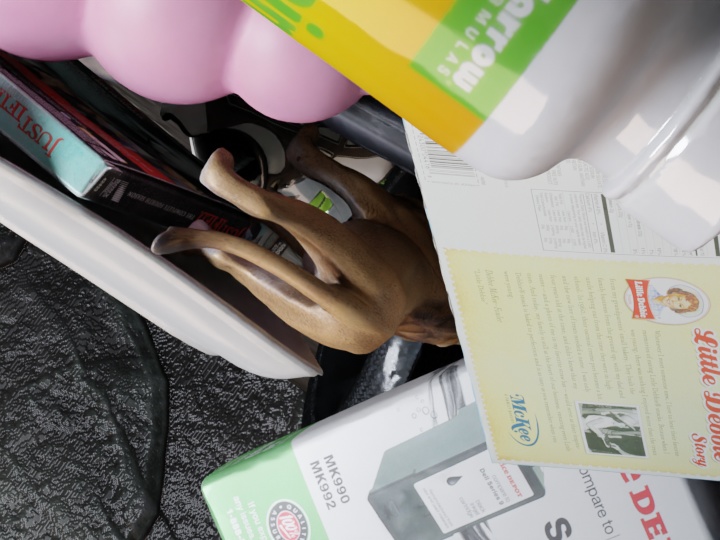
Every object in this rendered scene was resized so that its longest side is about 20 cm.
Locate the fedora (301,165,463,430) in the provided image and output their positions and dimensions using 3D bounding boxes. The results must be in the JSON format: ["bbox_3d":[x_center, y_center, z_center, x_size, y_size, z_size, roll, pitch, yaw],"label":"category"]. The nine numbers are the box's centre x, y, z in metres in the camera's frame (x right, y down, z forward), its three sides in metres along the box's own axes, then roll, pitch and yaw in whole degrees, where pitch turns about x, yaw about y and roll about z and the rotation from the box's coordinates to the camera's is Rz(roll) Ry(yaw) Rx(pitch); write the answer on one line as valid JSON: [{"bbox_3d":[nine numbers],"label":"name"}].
[{"bbox_3d":[0.041,0.028,1.178,0.091,0.202,0.201,21,174,-9],"label":"fedora"}]

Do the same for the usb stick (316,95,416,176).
[{"bbox_3d":[0.031,-0.050,0.965,0.199,0.033,0.055,32,-179,33],"label":"usb stick"}]

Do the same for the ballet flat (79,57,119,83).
[{"bbox_3d":[-0.166,-0.163,1.267,0.199,0.073,0.073,36,173,15],"label":"ballet flat"}]

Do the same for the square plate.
[{"bbox_3d":[-0.118,-0.030,1.014,0.199,0.029,0.198,35,-174,-21],"label":"square plate"}]

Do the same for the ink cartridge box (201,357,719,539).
[{"bbox_3d":[0.055,0.111,1.031,0.147,0.199,0.084,66,-163,3],"label":"ink cartridge box"}]

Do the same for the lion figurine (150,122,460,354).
[{"bbox_3d":[0.000,0.000,0.976,0.122,0.073,0.200,38,-155,9],"label":"lion figurine"}]

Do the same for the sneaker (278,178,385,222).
[{"bbox_3d":[-0.016,-0.050,1.363,0.082,0.071,0.200,-9,138,45],"label":"sneaker"}]

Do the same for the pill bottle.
[{"bbox_3d":[0.031,-0.095,0.644,0.199,0.111,0.111,35,172,-3],"label":"pill bottle"}]

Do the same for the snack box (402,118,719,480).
[{"bbox_3d":[0.090,0.003,0.873,0.115,0.037,0.201,4,141,17],"label":"snack box"}]

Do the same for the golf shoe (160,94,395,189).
[{"bbox_3d":[-0.044,-0.073,1.186,0.077,0.095,0.200,30,172,29],"label":"golf shoe"}]

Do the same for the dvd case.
[{"bbox_3d":[-0.119,-0.063,1.025,0.146,0.022,0.200,39,-173,19],"label":"dvd case"}]

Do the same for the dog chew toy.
[{"bbox_3d":[-0.074,-0.122,0.941,0.199,0.125,0.125,26,171,8],"label":"dog chew toy"}]
